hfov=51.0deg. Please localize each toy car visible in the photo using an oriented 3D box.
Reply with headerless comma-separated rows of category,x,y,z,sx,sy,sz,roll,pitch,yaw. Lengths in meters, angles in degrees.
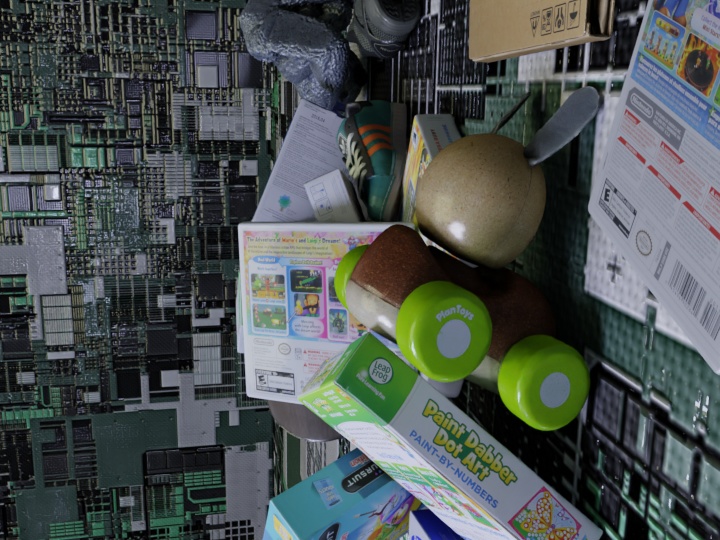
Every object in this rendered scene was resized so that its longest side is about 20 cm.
toy car,0.092,-0.028,0.513,0.204,0.155,0.164,-64,22,2

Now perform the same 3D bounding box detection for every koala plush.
koala plush,-0.058,-0.297,1.057,0.201,0.180,0.181,60,-136,-57

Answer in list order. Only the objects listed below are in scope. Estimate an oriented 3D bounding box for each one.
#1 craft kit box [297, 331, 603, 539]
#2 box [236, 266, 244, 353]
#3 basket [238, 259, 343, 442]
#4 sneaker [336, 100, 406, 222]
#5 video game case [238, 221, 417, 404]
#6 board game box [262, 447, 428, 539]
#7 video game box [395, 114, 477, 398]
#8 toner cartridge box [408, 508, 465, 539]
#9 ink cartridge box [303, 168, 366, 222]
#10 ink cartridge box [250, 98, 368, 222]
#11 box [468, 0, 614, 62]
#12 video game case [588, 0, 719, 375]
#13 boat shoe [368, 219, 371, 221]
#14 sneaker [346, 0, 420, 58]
craft kit box,0.049,0.135,0.555,0.049,0.196,0.200,-53,2,-16
box,-0.096,0.065,1.189,0.177,0.195,0.099,118,149,-69
basket,-0.067,0.068,0.894,0.181,0.133,0.204,-126,20,-53
sneaker,0.009,-0.123,0.840,0.202,0.078,0.073,-86,4,-49
video game case,-0.035,0.045,0.755,0.024,0.196,0.187,-14,-75,-61
board game box,-0.001,0.224,0.700,0.047,0.197,0.153,42,137,29
video game box,0.073,-0.012,0.723,0.184,0.046,0.203,-106,18,-45
toner cartridge box,0.088,0.285,0.622,0.200,0.042,0.098,-150,61,-74
ink cartridge box,0.000,0.000,0.804,0.094,0.043,0.204,15,-125,-83
ink cartridge box,-0.041,-0.120,0.952,0.076,0.134,0.204,154,138,-78
box,0.119,-0.236,0.517,0.200,0.021,0.168,-136,45,-74
video game case,0.163,-0.078,0.336,0.144,0.018,0.204,-107,19,-53
boat shoe,0.012,-0.013,1.002,0.069,0.070,0.205,-27,60,50
sneaker,0.014,-0.334,0.887,0.115,0.074,0.204,125,137,-61
